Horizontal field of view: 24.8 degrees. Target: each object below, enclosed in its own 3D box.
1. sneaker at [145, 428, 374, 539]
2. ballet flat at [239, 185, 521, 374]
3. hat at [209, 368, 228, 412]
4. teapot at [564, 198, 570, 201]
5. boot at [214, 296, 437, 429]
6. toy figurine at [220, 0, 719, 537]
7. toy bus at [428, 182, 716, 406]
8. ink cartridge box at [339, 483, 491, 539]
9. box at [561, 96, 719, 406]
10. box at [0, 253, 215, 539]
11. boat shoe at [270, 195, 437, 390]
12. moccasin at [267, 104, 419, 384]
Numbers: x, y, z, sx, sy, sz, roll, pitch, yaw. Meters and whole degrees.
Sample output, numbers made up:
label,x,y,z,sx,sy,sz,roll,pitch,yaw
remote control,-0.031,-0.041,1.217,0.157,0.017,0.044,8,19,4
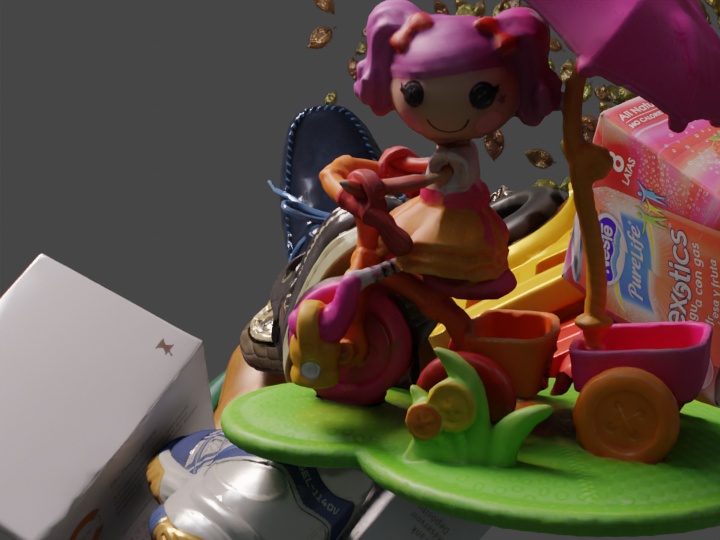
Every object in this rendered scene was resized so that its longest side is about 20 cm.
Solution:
label,x,y,z,sx,sy,sz,roll,pitch,yaw
sneaker,-0.036,0.092,0.681,0.088,0.075,0.200,-39,9,-5
ballet flat,0.022,0.001,0.927,0.199,0.046,0.068,-21,41,-3
hat,-0.010,0.153,1.031,0.199,0.166,0.177,-24,-45,-24
teapot,0.224,-0.022,1.214,0.197,0.147,0.200,-27,-3,-12
boot,0.018,0.071,0.944,0.200,0.071,0.144,3,45,15
toy figurine,0.049,-0.027,0.552,0.199,0.185,0.150,5,13,16
toy bus,0.131,0.026,0.816,0.199,0.136,0.192,-25,11,13
ink cartridge box,-0.008,0.136,0.727,0.174,0.044,0.200,-48,0,-5
box,0.199,-0.038,0.728,0.199,0.103,0.095,-23,-41,-32
box,-0.142,0.110,0.805,0.125,0.097,0.200,-53,-20,-29
boat shoe,-0.010,0.019,0.700,0.073,0.065,0.200,-17,-26,-16
moccasin,0.000,0.000,0.870,0.080,0.201,0.068,-16,-16,4
